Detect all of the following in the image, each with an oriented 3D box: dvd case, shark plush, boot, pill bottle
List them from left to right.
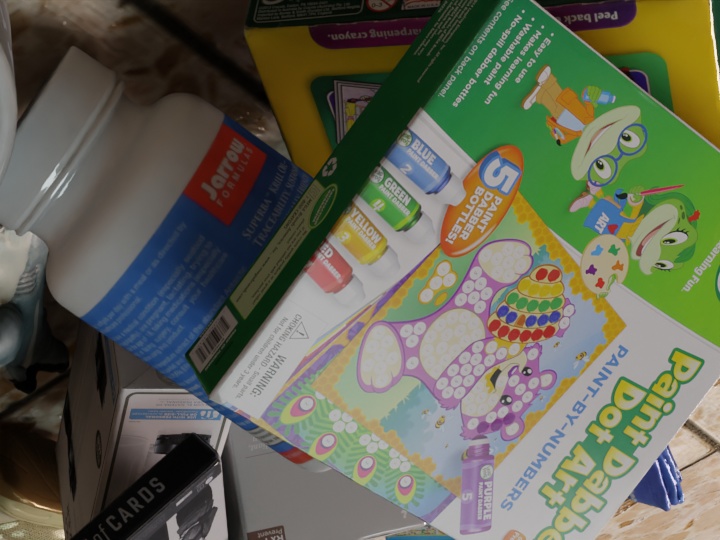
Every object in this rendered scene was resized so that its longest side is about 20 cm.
[{"bbox_3d":[-0.218,0.178,1.141,0.155,0.073,0.200,-32,149,16],"label":"boot"},{"bbox_3d":[-0.166,0.018,0.919,0.083,0.091,0.200,-49,151,-15],"label":"shark plush"},{"bbox_3d":[-0.125,0.177,0.911,0.150,0.025,0.200,-41,159,-22],"label":"dvd case"},{"bbox_3d":[-0.069,-0.008,0.808,0.199,0.113,0.112,35,127,-13],"label":"pill bottle"}]

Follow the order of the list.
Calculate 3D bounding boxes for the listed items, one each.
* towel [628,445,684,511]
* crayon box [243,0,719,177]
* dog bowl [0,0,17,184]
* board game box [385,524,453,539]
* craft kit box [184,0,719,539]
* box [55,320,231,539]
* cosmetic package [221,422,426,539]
[{"bbox_3d":[0.080,0.082,1.046,0.199,0.024,0.145,4,143,28],"label":"towel"},{"bbox_3d":[0.067,-0.072,0.821,0.199,0.059,0.173,-2,141,15],"label":"crayon box"},{"bbox_3d":[-0.222,-0.062,0.691,0.199,0.059,0.201,-17,137,-16],"label":"dog bowl"},{"bbox_3d":[0.086,0.125,1.230,0.146,0.065,0.200,2,151,6],"label":"board game box"},{"bbox_3d":[0.063,0.011,0.752,0.197,0.049,0.200,32,98,-31],"label":"craft kit box"},{"bbox_3d":[-0.118,0.082,0.971,0.060,0.117,0.201,0,139,-17],"label":"box"},{"bbox_3d":[-0.048,0.108,1.038,0.106,0.091,0.200,-10,179,-21],"label":"cosmetic package"}]
